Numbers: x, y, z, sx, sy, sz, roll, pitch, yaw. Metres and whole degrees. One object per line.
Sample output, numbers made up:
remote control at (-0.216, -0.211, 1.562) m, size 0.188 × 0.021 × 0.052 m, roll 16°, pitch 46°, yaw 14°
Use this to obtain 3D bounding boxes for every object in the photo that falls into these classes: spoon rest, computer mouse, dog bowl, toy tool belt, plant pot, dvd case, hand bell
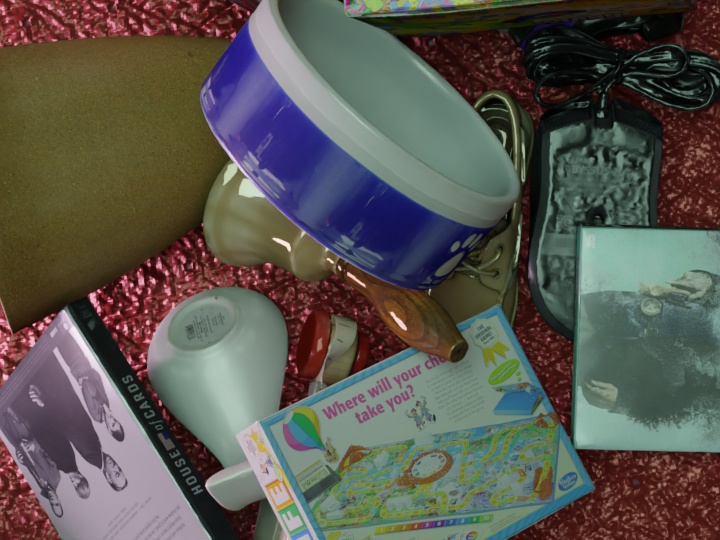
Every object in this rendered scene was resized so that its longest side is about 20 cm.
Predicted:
spoon rest at (-0.087, 0.084, 1.616) m, size 0.099 × 0.061 × 0.201 m, roll -20°, pitch 40°, yaw 5°
computer mouse at (0.160, -0.052, 1.625) m, size 0.137 × 0.053 × 0.201 m, roll 9°, pitch 92°, yaw -4°
dog bowl at (0.000, -0.083, 1.541) m, size 0.200 × 0.200 × 0.079 m, roll 45°, pitch 110°, yaw 11°
toy tool belt at (0.005, 0.135, 1.612) m, size 0.122 × 0.125 × 0.201 m, roll 14°, pitch 83°, yaw -15°
plant pot at (-0.166, -0.077, 1.637) m, size 0.199 × 0.186 × 0.187 m, roll -18°, pitch 80°, yaw -8°
dvd case at (0.236, 0.045, 1.595) m, size 0.198 × 0.022 × 0.147 m, roll 2°, pitch 92°, yaw -3°
hand bell at (0.000, 0.000, 1.573) m, size 0.200 × 0.104 × 0.104 m, roll 38°, pitch 90°, yaw 37°
dvd case at (-0.163, 0.137, 1.624) m, size 0.025 × 0.150 × 0.201 m, roll -25°, pitch 76°, yaw -40°

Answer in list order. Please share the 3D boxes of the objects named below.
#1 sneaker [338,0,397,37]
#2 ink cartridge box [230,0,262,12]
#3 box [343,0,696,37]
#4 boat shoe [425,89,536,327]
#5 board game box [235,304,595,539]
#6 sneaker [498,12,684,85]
sneaker at (-0.008, -0.167, 1.661) m, size 0.078 × 0.077 × 0.202 m, roll 3°, pitch 85°, yaw 7°
ink cartridge box at (-0.130, -0.250, 1.622) m, size 0.200 × 0.146 × 0.083 m, roll 30°, pitch 90°, yaw 36°
box at (0.100, -0.216, 1.525) m, size 0.199 × 0.193 × 0.123 m, roll -4°, pitch 90°, yaw 10°
boat shoe at (0.071, -0.020, 1.635) m, size 0.071 × 0.065 × 0.201 m, roll 7°, pitch 84°, yaw 10°
board game box at (0.037, 0.119, 1.539) m, size 0.199 × 0.034 × 0.135 m, roll -24°, pitch 85°, yaw -33°
sneaker at (0.187, -0.204, 1.641) m, size 0.100 × 0.070 × 0.200 m, roll 45°, pitch 99°, yaw 9°
